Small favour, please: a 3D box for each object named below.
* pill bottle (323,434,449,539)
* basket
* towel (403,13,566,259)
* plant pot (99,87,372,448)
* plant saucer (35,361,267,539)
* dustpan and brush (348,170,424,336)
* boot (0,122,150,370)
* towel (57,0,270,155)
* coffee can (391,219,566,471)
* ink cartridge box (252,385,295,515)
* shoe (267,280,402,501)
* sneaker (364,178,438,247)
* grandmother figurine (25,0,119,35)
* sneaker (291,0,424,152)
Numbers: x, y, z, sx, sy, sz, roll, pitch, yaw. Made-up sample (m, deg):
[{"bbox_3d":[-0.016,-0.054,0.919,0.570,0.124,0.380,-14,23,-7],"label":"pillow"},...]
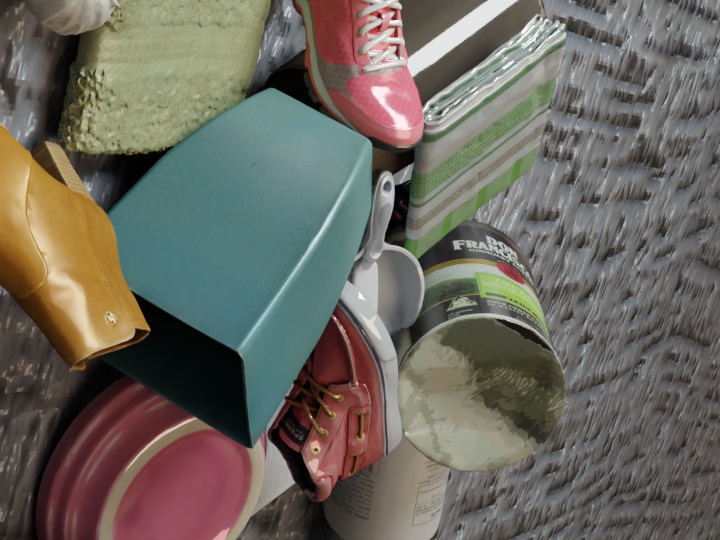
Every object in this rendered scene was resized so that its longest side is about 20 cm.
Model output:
[{"bbox_3d":[0.024,0.200,1.578,0.114,0.114,0.202,-25,131,-54],"label":"pill bottle"},{"bbox_3d":[0.028,-0.148,1.316,0.200,0.136,0.180,-37,175,-38],"label":"basket"},{"bbox_3d":[0.089,-0.101,1.314,0.149,0.031,0.201,-37,160,-20],"label":"towel"},{"bbox_3d":[-0.080,-0.015,1.170,0.201,0.140,0.142,-53,162,-26],"label":"plant pot"},{"bbox_3d":[-0.144,0.162,1.252,0.199,0.051,0.202,-25,132,-32],"label":"plant saucer"},{"bbox_3d":[0.000,0.000,1.308,0.139,0.057,0.202,-19,130,-29],"label":"dustpan and brush"},{"bbox_3d":[-0.198,-0.010,0.982,0.070,0.145,0.201,-33,167,20],"label":"boot"},{"bbox_3d":[-0.127,-0.150,1.135,0.199,0.036,0.150,-16,123,-59],"label":"towel"},{"bbox_3d":[0.094,0.063,1.479,0.200,0.145,0.148,-97,-166,-65],"label":"coffee can"},{"bbox_3d":[-0.098,0.117,1.372,0.200,0.040,0.201,-35,137,-43],"label":"ink cartridge box"},{"bbox_3d":[-0.024,0.096,1.286,0.091,0.071,0.201,-37,144,-22],"label":"shoe"},{"bbox_3d":[0.024,-0.046,1.417,0.200,0.083,0.077,-25,88,-58],"label":"sneaker"},{"bbox_3d":[-0.131,-0.215,1.021,0.201,0.121,0.061,-54,-178,-30],"label":"grandmother figurine"},{"bbox_3d":[-0.003,-0.180,1.181,0.073,0.202,0.087,-16,167,-36],"label":"sneaker"}]
